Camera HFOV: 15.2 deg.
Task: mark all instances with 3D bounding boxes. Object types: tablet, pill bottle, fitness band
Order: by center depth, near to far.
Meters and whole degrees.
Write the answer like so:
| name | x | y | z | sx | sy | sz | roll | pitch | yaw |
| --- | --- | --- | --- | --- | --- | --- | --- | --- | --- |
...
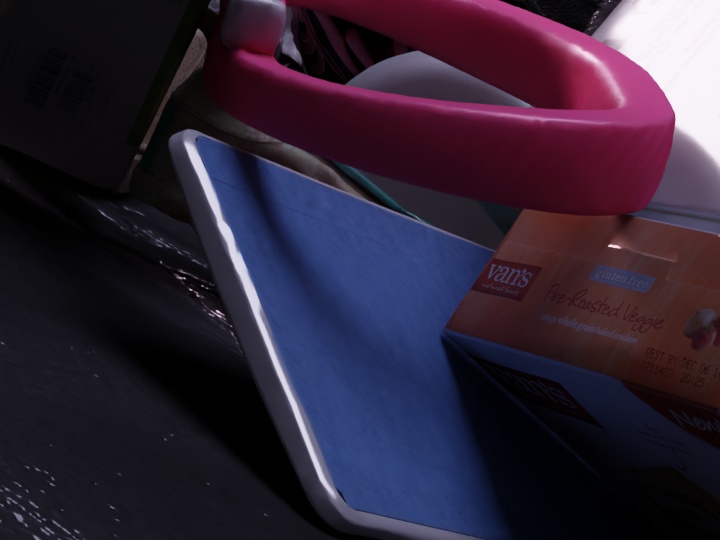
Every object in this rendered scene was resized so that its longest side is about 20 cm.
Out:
| name | x | y | z | sx | sy | sz | roll | pitch | yaw |
| --- | --- | --- | --- | --- | --- | --- | --- | --- | --- |
| tablet | 0.020 | 0.033 | 0.812 | 0.200 | 0.014 | 0.130 | 19 | 42 | -56 |
| fitness band | 0.024 | -0.062 | 0.842 | 0.144 | 0.037 | 0.200 | 14 | 15 | -5 |
| pill bottle | 0.042 | -0.036 | 1.111 | 0.111 | 0.111 | 0.200 | 33 | 8 | 4 |

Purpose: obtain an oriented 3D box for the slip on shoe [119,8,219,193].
| name | x | y | z | sx | sy | sz | roll | pitch | yaw |
| --- | --- | --- | --- | --- | --- | --- | --- | --- | --- |
| slip on shoe | -0.087 | -0.072 | 1.007 | 0.076 | 0.061 | 0.200 | 34 | 8 | 10 |

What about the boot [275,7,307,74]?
| name | x | y | z | sx | sy | sz | roll | pitch | yaw |
| --- | --- | --- | --- | --- | --- | --- | --- | --- | --- |
| boot | -0.026 | -0.089 | 1.336 | 0.174 | 0.069 | 0.200 | 44 | 19 | 18 |

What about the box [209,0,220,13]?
| name | x | y | z | sx | sy | sz | roll | pitch | yaw |
| --- | --- | --- | --- | --- | --- | --- | --- | --- | --- |
| box | -0.109 | -0.179 | 1.247 | 0.158 | 0.048 | 0.200 | 27 | 43 | -24 |

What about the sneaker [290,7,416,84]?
| name | x | y | z | sx | sy | sz | roll | pitch | yaw |
| --- | --- | --- | --- | --- | --- | --- | --- | --- | --- |
| sneaker | 0.006 | -0.106 | 1.213 | 0.200 | 0.079 | 0.095 | 66 | 8 | -52 |

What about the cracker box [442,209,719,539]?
| name | x | y | z | sx | sy | sz | roll | pitch | yaw |
| --- | --- | --- | --- | --- | --- | --- | --- | --- | --- |
| cracker box | 0.136 | 0.063 | 0.824 | 0.200 | 0.058 | 0.134 | 43 | -15 | -30 |

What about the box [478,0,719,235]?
| name | x | y | z | sx | sy | sz | roll | pitch | yaw |
| --- | --- | --- | --- | --- | --- | --- | --- | --- | --- |
| box | 0.191 | -0.035 | 0.937 | 0.171 | 0.199 | 0.200 | 50 | -18 | -27 |

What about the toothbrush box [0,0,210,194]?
| name | x | y | z | sx | sy | sz | roll | pitch | yaw |
| --- | --- | --- | --- | --- | --- | --- | --- | --- | --- |
| toothbrush box | -0.071 | -0.151 | 0.898 | 0.086 | 0.146 | 0.200 | 23 | 48 | -8 |

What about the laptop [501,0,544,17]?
| name | x | y | z | sx | sy | sz | roll | pitch | yaw |
| --- | --- | --- | --- | --- | --- | --- | --- | --- | --- |
| laptop | 0.103 | -0.136 | 1.135 | 0.200 | 0.103 | 0.177 | 62 | 2 | 3 |

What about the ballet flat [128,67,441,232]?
| name | x | y | z | sx | sy | sz | roll | pitch | yaw |
| --- | --- | --- | --- | --- | --- | --- | --- | --- | --- |
| ballet flat | 0.000 | 0.000 | 0.929 | 0.200 | 0.062 | 0.067 | 36 | 1 | -31 |

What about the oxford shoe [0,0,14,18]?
| name | x | y | z | sx | sy | sz | roll | pitch | yaw |
| --- | --- | --- | --- | --- | --- | --- | --- | --- | --- |
| oxford shoe | -0.102 | -0.118 | 0.730 | 0.070 | 0.200 | 0.075 | 32 | -11 | -23 |
